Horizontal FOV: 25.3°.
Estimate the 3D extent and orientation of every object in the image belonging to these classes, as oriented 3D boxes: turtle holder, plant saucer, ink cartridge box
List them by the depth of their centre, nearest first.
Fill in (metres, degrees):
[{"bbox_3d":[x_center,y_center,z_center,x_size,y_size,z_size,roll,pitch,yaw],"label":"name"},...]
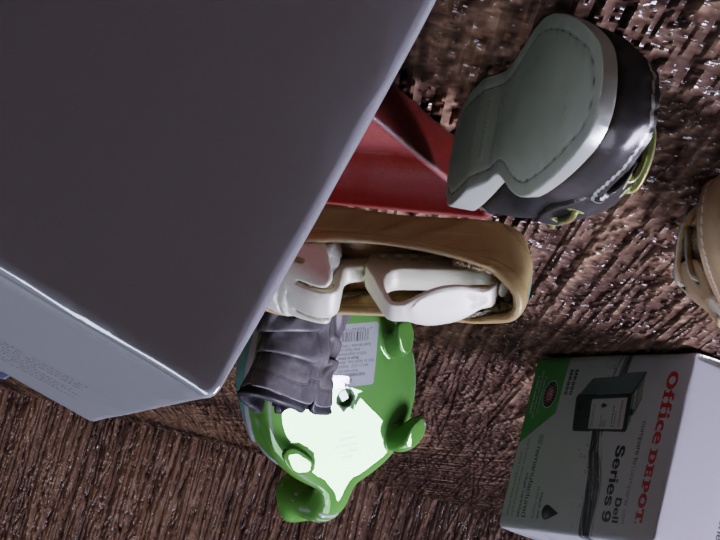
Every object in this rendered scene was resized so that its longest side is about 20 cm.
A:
[{"bbox_3d":[-0.057,-0.081,0.780,0.199,0.037,0.200,7,166,32],"label":"plant saucer"},{"bbox_3d":[0.208,0.142,1.224,0.084,0.147,0.200,21,165,-25],"label":"ink cartridge box"},{"bbox_3d":[-0.028,0.101,1.264,0.132,0.141,0.186,26,144,56],"label":"turtle holder"}]

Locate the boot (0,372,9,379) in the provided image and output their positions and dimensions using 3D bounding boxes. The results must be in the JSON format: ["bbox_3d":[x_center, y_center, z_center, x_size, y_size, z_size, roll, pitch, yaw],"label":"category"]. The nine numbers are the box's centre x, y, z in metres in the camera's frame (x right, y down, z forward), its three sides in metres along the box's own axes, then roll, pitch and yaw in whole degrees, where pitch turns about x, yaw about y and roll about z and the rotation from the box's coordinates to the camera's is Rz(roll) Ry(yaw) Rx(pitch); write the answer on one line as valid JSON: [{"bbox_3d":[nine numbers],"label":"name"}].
[{"bbox_3d":[-0.359,0.082,1.738,0.199,0.091,0.073,14,168,1],"label":"boot"}]

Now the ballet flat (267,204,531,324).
[{"bbox_3d":[0.000,0.000,0.902,0.199,0.063,0.069,-1,129,-3],"label":"ballet flat"}]

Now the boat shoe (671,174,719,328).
[{"bbox_3d":[0.182,-0.002,0.777,0.064,0.072,0.200,8,168,24],"label":"boat shoe"}]

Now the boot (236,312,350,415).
[{"bbox_3d":[-0.051,0.020,0.999,0.069,0.132,0.200,8,166,31],"label":"boot"}]

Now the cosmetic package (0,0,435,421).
[{"bbox_3d":[-0.100,-0.063,0.527,0.166,0.168,0.200,32,165,-12],"label":"cosmetic package"}]

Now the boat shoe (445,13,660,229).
[{"bbox_3d":[0.087,-0.056,0.656,0.060,0.072,0.201,12,175,-9],"label":"boat shoe"}]
